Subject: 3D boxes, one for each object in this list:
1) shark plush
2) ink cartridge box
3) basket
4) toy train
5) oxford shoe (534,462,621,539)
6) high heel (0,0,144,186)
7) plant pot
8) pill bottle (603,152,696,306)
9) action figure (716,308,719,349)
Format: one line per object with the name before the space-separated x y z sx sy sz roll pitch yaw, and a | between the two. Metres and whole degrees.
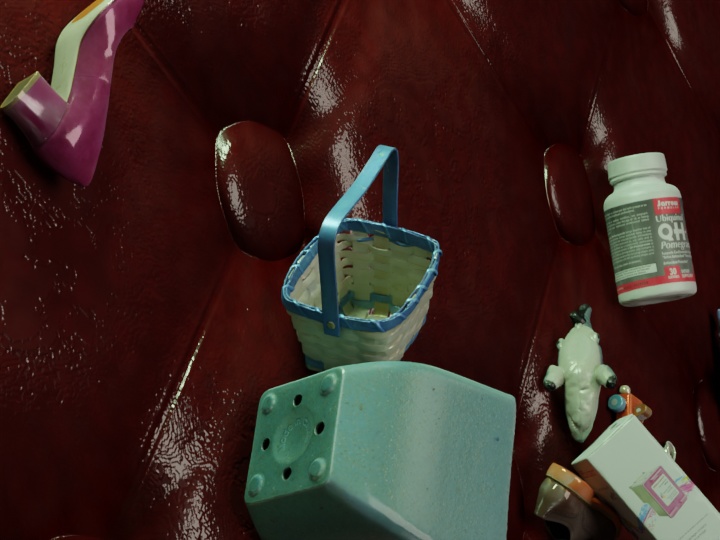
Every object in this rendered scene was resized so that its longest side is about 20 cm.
shark plush | 0.275 0.121 2.094 0.201 0.090 0.084 -97 173 -48
ink cartridge box | 0.357 0.281 1.987 0.200 0.084 0.145 51 -7 8
basket | 0.000 0.000 1.595 0.177 0.138 0.201 -52 152 -50
toy train | 0.404 0.250 2.217 0.200 0.055 0.151 40 48 -43
oxford shoe | 0.260 0.302 1.992 0.073 0.071 0.200 -55 140 -8
high heel | -0.220 -0.166 1.395 0.096 0.067 0.201 49 46 -22
plant pot | 0.004 0.189 1.522 0.199 0.195 0.198 31 54 -35
pill bottle | 0.398 -0.057 2.264 0.110 0.110 0.202 2 77 -56
action figure | 0.616 0.155 2.533 0.193 0.104 0.202 9 74 -65
